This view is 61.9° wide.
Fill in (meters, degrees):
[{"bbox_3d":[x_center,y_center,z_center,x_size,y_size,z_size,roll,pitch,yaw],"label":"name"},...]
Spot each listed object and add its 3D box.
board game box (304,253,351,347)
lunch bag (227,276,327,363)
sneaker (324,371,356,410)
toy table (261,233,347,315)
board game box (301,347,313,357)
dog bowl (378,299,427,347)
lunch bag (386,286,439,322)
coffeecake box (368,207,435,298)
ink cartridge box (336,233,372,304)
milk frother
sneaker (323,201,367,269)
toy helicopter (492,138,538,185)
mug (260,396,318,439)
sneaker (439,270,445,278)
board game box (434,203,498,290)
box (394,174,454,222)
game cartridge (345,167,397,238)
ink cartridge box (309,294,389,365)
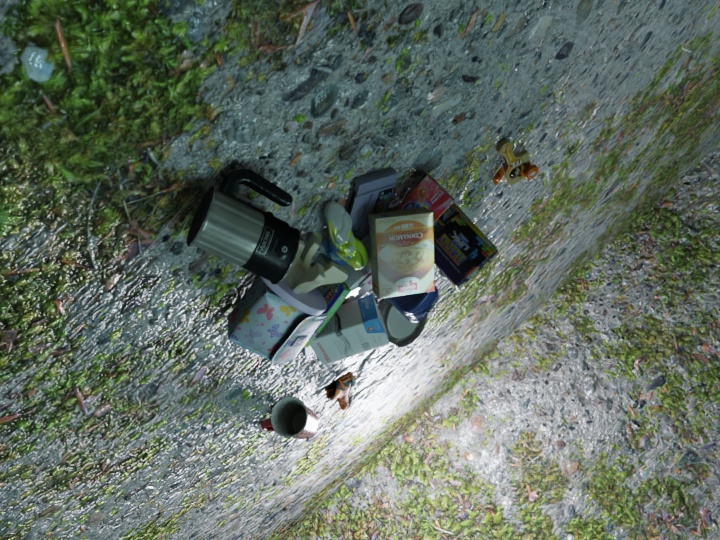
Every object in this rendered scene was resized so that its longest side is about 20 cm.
[{"bbox_3d":[-0.119,0.078,1.549,0.029,0.135,0.201,13,122,-48],"label":"board game box"},{"bbox_3d":[-0.197,0.125,1.454,0.198,0.128,0.170,32,109,-30],"label":"lunch bag"},{"bbox_3d":[-0.086,0.467,2.266,0.110,0.078,0.203,-19,136,-29],"label":"sneaker"},{"bbox_3d":[-0.130,0.004,1.398,0.198,0.185,0.117,29,115,-37],"label":"toy table"},{"bbox_3d":[-0.097,0.171,1.833,0.198,0.034,0.136,-30,152,-21],"label":"board game box"},{"bbox_3d":[0.132,0.149,1.991,0.197,0.058,0.205,-12,111,-34],"label":"dog bowl"},{"bbox_3d":[0.146,0.057,1.803,0.136,0.200,0.132,-44,157,-3],"label":"lunch bag"},{"bbox_3d":[0.104,-0.045,1.501,0.150,0.073,0.205,-8,107,-12],"label":"coffeecake box"},{"bbox_3d":[0.000,0.000,1.618,0.199,0.086,0.147,-39,164,6],"label":"ink cartridge box"},{"bbox_3d":[-0.236,-0.078,1.178,0.186,0.184,0.199,26,149,-25],"label":"milk frother"},{"bbox_3d":[-0.062,-0.079,1.462,0.076,0.103,0.202,-57,133,-37],"label":"sneaker"},{"bbox_3d":[0.444,-0.322,1.800,0.131,0.080,0.200,-36,144,11],"label":"toy helicopter"},{"bbox_3d":[-0.241,0.519,2.107,0.200,0.174,0.136,61,44,-67],"label":"mug"},{"bbox_3d":[0.308,-0.069,1.981,0.202,0.077,0.139,-57,150,9],"label":"sneaker"},{"bbox_3d":[0.287,-0.072,1.796,0.165,0.201,0.057,-41,156,0],"label":"board game box"},{"bbox_3d":[0.147,-0.145,1.583,0.200,0.100,0.095,-47,177,13],"label":"box"},{"bbox_3d":[0.018,-0.158,1.497,0.128,0.039,0.202,-18,145,-31],"label":"game cartridge"},{"bbox_3d":[-0.035,0.164,1.632,0.196,0.085,0.146,-19,143,4],"label":"ink cartridge box"}]
